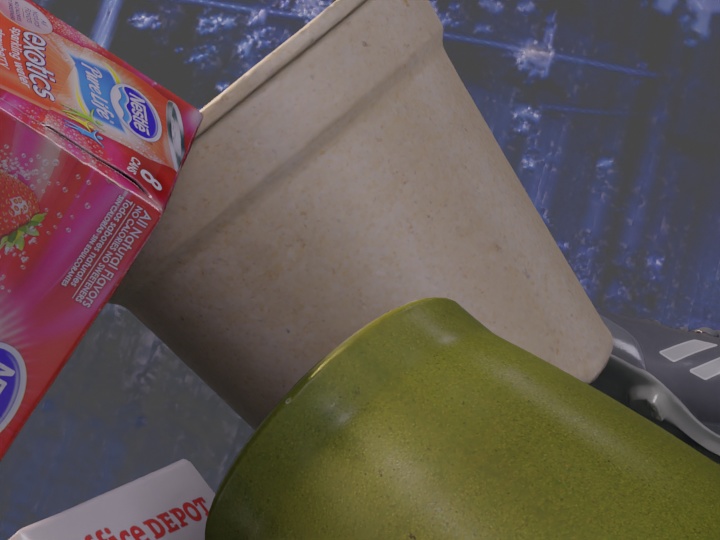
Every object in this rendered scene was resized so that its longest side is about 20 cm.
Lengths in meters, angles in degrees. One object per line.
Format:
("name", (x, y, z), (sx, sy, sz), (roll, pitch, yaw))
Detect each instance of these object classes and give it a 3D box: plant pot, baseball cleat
("plant pot", (0.052, 0.119, 0.991), (0.193, 0.201, 0.200), (43, 50, 20))
("plant pot", (0.000, 0.000, 1.146), (0.184, 0.200, 0.200), (51, 51, -4))
("baseball cleat", (0.164, 0.049, 1.254), (0.199, 0.070, 0.107), (30, 59, -7))

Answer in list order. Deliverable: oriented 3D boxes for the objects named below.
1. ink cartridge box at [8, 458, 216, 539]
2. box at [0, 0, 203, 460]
("ink cartridge box", (-0.058, 0.179, 1.018), (0.200, 0.084, 0.146), (51, 20, 8))
("box", (-0.151, 0.011, 1.023), (0.095, 0.200, 0.100), (32, 22, -8))
